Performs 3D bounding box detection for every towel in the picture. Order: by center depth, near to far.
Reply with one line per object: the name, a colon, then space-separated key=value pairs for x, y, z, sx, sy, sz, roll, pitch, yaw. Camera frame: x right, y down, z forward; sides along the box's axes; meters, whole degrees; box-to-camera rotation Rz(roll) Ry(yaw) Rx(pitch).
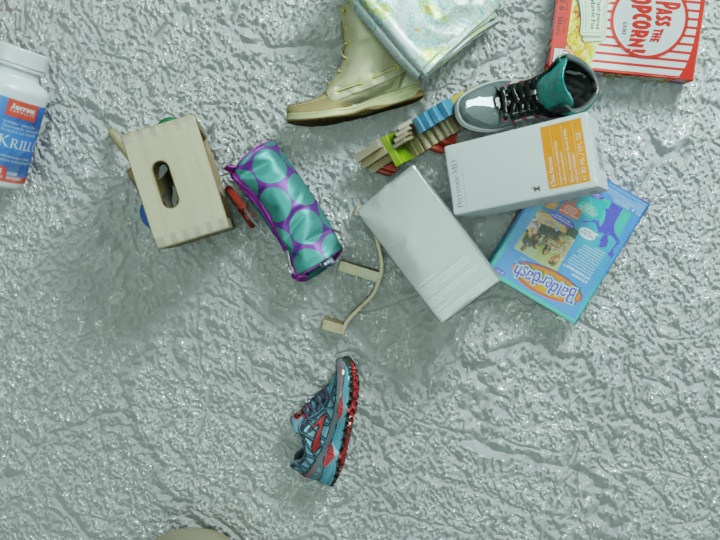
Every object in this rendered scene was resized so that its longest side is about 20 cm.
towel: x=0.078 y=-0.379 z=1.042 sx=0.171 sy=0.048 sz=0.200 roll=-41 pitch=91 yaw=-22

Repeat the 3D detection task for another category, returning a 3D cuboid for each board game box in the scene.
board game box: x=0.366 y=-0.346 z=1.055 sx=0.199 sy=0.046 sz=0.152 roll=6 pitch=96 yaw=4
board game box: x=0.292 y=-0.047 z=1.093 sx=0.152 sy=0.045 sz=0.200 roll=31 pitch=97 yaw=2

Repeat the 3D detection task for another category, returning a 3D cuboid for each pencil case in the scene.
pencil case: x=-0.108 y=-0.083 z=1.104 sx=0.092 sy=0.085 sz=0.200 roll=-33 pitch=91 yaw=-32

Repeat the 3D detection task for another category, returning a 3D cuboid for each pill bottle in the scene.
pill bottle: x=-0.526 y=-0.229 z=1.114 sx=0.112 sy=0.112 sz=0.201 roll=19 pitch=98 yaw=3

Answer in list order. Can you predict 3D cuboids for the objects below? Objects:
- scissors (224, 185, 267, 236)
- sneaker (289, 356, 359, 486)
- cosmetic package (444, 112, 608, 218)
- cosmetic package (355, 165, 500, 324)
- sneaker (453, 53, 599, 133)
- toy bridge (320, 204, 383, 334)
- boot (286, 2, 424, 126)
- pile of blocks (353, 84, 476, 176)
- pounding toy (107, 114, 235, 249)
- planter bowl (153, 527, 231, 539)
scissors: x=-0.162 y=-0.083 z=1.060 sx=0.014 sy=0.200 sz=0.073 roll=-32 pitch=104 yaw=-6
sneaker: x=-0.059 y=0.221 z=1.136 sx=0.095 sy=0.079 sz=0.201 roll=13 pitch=97 yaw=6
cosmetic package: x=0.224 y=-0.139 z=1.038 sx=0.199 sy=0.071 sz=0.102 roll=-11 pitch=85 yaw=28
cosmetic package: x=0.095 y=-0.036 z=1.059 sx=0.107 sy=0.090 sz=0.200 roll=-36 pitch=84 yaw=9
sneaker: x=0.233 y=-0.234 z=1.017 sx=0.199 sy=0.121 sz=0.084 roll=-11 pitch=88 yaw=-11
toy bridge: x=0.000 y=0.000 z=1.133 sx=0.067 sy=0.027 sz=0.201 roll=17 pitch=97 yaw=2
boot: x=-0.022 y=-0.295 z=1.082 sx=0.199 sy=0.073 sz=0.156 roll=-13 pitch=95 yaw=5
pile of blocks: x=0.091 y=-0.187 z=1.079 sx=0.200 sy=0.082 sz=0.062 roll=-31 pitch=92 yaw=7
pounding toy: x=-0.278 y=-0.134 z=1.080 sx=0.142 sy=0.184 sz=0.201 roll=-18 pitch=94 yaw=-5
planter bowl: x=-0.252 y=0.475 z=1.151 sx=0.199 sy=0.135 sz=0.201 roll=0 pitch=96 yaw=4
